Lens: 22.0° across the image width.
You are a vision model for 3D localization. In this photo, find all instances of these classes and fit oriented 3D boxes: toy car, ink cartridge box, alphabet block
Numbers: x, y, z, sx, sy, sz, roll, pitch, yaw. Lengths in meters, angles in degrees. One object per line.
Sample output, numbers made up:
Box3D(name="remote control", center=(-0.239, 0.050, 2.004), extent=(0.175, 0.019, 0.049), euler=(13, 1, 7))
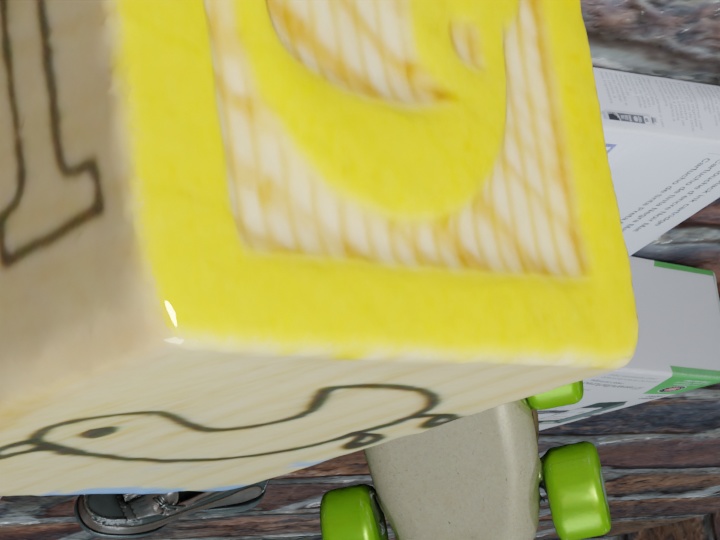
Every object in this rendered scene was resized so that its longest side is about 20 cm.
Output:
Box3D(name="toy car", center=(0.059, 0.084, 1.127), extent=(0.163, 0.159, 0.200), euler=(-11, -167, 9))
Box3D(name="ink cartridge box", center=(0.138, 0.057, 1.310), extent=(0.145, 0.085, 0.199), euler=(7, 160, -45))
Box3D(name="ink cartridge box", center=(0.126, -0.037, 0.978), extent=(0.199, 0.041, 0.199), euler=(1, 155, -36))
Box3D(name="alphabet block", center=(-0.059, -0.043, 0.579), extent=(0.194, 0.198, 0.199), euler=(3, 162, -43))

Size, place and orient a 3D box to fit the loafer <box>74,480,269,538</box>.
Box3D(name="loafer", center=(-0.175, 0.202, 1.763), extent=(0.198, 0.072, 0.063), euler=(-8, 148, -32))
